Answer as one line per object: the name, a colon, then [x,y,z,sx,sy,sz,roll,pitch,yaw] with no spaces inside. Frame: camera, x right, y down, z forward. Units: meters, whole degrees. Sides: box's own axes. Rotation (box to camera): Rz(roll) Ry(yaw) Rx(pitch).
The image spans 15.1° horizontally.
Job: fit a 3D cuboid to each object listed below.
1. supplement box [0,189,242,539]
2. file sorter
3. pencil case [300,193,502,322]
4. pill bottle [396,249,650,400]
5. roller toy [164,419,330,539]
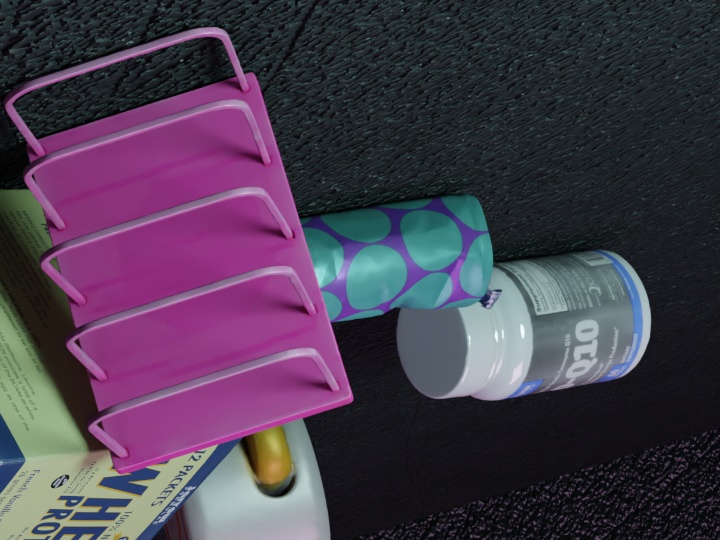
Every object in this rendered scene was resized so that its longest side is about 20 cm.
supplement box: [-0.217,0.068,1.613,0.199,0.200,0.134,-3,143,-50]
file sorter: [-0.103,-0.014,1.486,0.138,0.201,0.125,-17,165,1]
pencil case: [0.000,0.000,1.940,0.199,0.085,0.093,-8,136,-32]
pill bottle: [0.135,0.047,2.265,0.199,0.114,0.114,-8,165,-38]
roller toy: [-0.104,0.194,2.428,0.139,0.201,0.182,-14,-158,-13]
